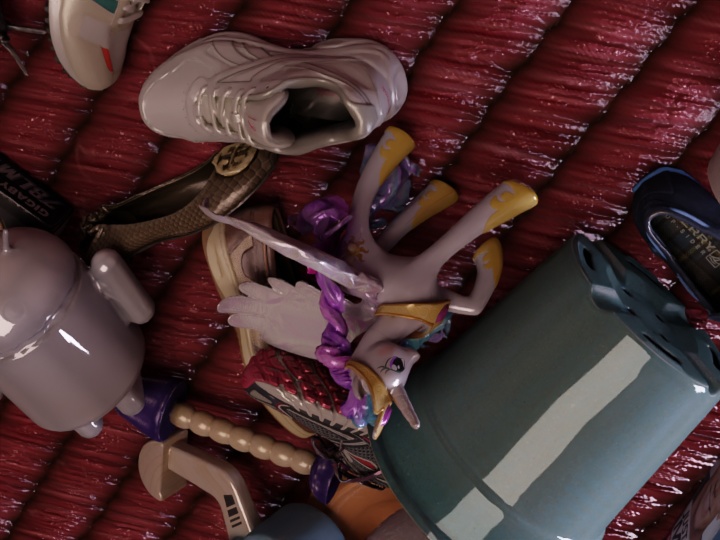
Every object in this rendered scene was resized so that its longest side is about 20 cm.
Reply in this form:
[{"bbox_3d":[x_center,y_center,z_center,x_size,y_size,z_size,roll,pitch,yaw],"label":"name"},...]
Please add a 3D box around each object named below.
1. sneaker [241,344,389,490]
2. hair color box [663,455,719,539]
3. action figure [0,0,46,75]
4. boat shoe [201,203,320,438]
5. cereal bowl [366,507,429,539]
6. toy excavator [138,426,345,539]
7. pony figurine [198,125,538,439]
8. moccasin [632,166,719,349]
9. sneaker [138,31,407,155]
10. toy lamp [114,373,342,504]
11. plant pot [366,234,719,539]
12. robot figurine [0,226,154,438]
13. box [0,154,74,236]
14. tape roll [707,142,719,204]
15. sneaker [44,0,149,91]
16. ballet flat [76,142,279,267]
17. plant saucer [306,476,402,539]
[{"bbox_3d":[-0.006,0.124,0.967,0.199,0.081,0.075,30,111,-24],"label":"sneaker"},{"bbox_3d":[0.287,0.190,0.953,0.060,0.100,0.201,25,121,3],"label":"hair color box"},{"bbox_3d":[-0.329,-0.208,0.915,0.199,0.102,0.119,21,116,-27],"label":"action figure"},{"bbox_3d":[-0.054,0.039,0.987,0.072,0.072,0.201,-13,109,19],"label":"boat shoe"},{"bbox_3d":[0.089,0.247,0.939,0.199,0.200,0.084,26,130,1],"label":"cereal bowl"},{"bbox_3d":[-0.085,0.226,1.067,0.193,0.100,0.201,-8,100,36],"label":"toy excavator"},{"bbox_3d":[0.000,0.000,0.876,0.192,0.200,0.167,27,157,21],"label":"pony figurine"},{"bbox_3d":[0.261,0.016,0.886,0.200,0.068,0.081,37,121,-6],"label":"moccasin"},{"bbox_3d":[-0.072,-0.120,0.887,0.199,0.100,0.078,-3,117,17],"label":"sneaker"},{"bbox_3d":[-0.110,0.136,1.053,0.199,0.058,0.059,21,121,11],"label":"toy lamp"},{"bbox_3d":[0.140,0.093,0.900,0.200,0.200,0.196,38,112,-7],"label":"plant pot"},{"bbox_3d":[-0.244,0.046,0.979,0.169,0.113,0.200,-30,132,3],"label":"robot figurine"},{"bbox_3d":[-0.364,-0.031,1.046,0.200,0.050,0.199,36,119,-5],"label":"box"},{"bbox_3d":[0.325,-0.073,0.744,0.202,0.203,0.140,25,122,1],"label":"tape roll"},{"bbox_3d":[-0.162,-0.213,0.878,0.093,0.070,0.201,12,119,10],"label":"sneaker"},{"bbox_3d":[-0.146,-0.053,0.966,0.199,0.068,0.046,-24,117,32],"label":"ballet flat"},{"bbox_3d":[0.046,0.234,1.084,0.199,0.032,0.202,7,120,12],"label":"plant saucer"}]
